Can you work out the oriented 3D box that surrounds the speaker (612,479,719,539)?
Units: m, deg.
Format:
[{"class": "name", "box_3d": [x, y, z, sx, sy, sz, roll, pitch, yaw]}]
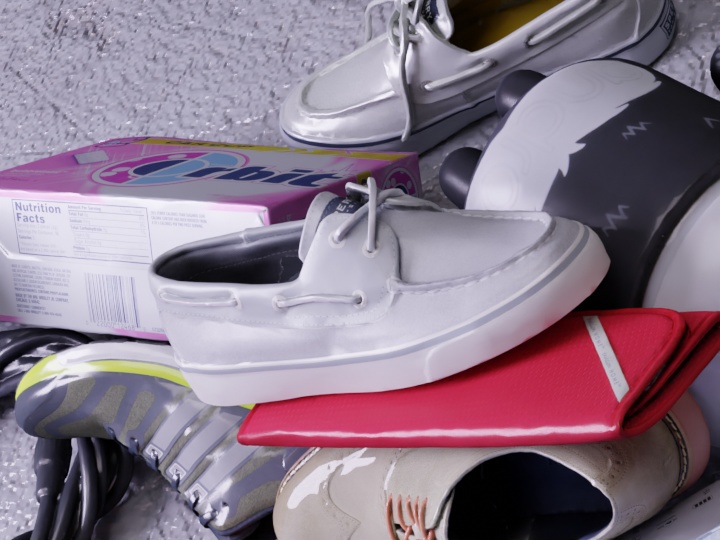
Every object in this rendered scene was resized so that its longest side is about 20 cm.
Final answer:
[{"class": "speaker", "box_3d": [0.143, 0.114, 0.808, 0.200, 0.081, 0.081, -31, 45, 8]}]

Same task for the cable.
[{"class": "cable", "box_3d": [-0.192, 0.115, 1.050, 0.163, 0.051, 0.200, 14, 61, 34]}]

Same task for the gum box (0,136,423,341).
[{"class": "gum box", "box_3d": [-0.083, -0.016, 1.023, 0.199, 0.066, 0.113, 5, 17, 35]}]

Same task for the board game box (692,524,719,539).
[{"class": "board game box", "box_3d": [0.149, 0.182, 0.725, 0.200, 0.041, 0.200, -31, 69, 9]}]

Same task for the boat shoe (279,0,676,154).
[{"class": "boat shoe", "box_3d": [0.041, -0.112, 1.045, 0.201, 0.086, 0.075, -15, 49, 22]}]

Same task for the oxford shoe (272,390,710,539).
[{"class": "oxford shoe", "box_3d": [0.032, 0.084, 0.848, 0.200, 0.071, 0.074, -21, 9, 39]}]

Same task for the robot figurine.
[{"class": "robot figurine", "box_3d": [0.122, -0.010, 0.891, 0.124, 0.151, 0.200, -12, 31, -35]}]

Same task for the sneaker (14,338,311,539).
[{"class": "sneaker", "box_3d": [-0.066, 0.077, 0.965, 0.199, 0.074, 0.081, 4, 78, 25]}]

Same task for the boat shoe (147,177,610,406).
[{"class": "boat shoe", "box_3d": [0.000, 0.000, 0.856, 0.199, 0.069, 0.072, -9, 29, 42]}]

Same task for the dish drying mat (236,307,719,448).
[{"class": "dish drying mat", "box_3d": [0.040, 0.040, 0.836, 0.200, 0.018, 0.077, -3, 33, 46]}]
